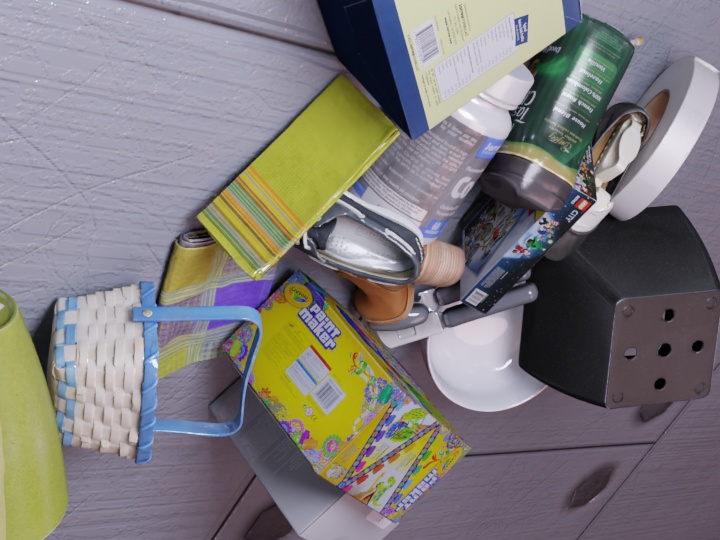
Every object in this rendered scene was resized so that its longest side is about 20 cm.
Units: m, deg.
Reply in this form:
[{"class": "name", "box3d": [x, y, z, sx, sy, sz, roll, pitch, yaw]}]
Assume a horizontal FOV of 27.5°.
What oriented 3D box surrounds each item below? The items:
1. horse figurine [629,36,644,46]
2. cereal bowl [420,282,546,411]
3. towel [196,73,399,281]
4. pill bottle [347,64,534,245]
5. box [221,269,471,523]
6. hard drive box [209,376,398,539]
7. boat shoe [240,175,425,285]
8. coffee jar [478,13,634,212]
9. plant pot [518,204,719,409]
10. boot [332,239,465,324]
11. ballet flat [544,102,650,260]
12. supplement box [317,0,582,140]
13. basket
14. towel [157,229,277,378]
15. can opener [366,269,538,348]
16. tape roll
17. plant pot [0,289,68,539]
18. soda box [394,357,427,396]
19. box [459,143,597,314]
[{"class": "horse figurine", "box3d": [0.245, -0.189, 1.649, 0.132, 0.050, 0.202, -21, 141, -38]}, {"class": "cereal bowl", "box3d": [0.160, 0.066, 1.804, 0.197, 0.083, 0.203, -7, 115, -16]}, {"class": "towel", "box3d": [-0.059, -0.090, 1.398, 0.200, 0.086, 0.018, -45, 171, -3]}, {"class": "pill bottle", "box3d": [0.081, -0.136, 1.478, 0.113, 0.114, 0.201, 5, 126, -49]}, {"class": "box", "box3d": [-0.014, 0.137, 1.573, 0.122, 0.200, 0.193, -44, 145, 2]}, {"class": "hard drive box", "box3d": [-0.064, 0.223, 1.676, 0.077, 0.200, 0.156, -41, 149, 3]}, {"class": "boat shoe", "box3d": [-0.029, -0.043, 1.428, 0.197, 0.061, 0.076, 16, 118, -7]}, {"class": "coffee jar", "box3d": [0.197, -0.157, 1.505, 0.085, 0.104, 0.202, 26, 84, -20]}, {"class": "plant pot", "box3d": [0.312, 0.056, 1.703, 0.197, 0.178, 0.203, -4, 115, -15]}, {"class": "boot", "box3d": [0.000, 0.000, 1.586, 0.154, 0.078, 0.199, 13, 164, -27]}, {"class": "ballet flat", "box3d": [0.259, -0.102, 1.627, 0.068, 0.068, 0.202, 31, 81, -17]}, {"class": "supplement box", "box3d": [0.072, -0.265, 1.291, 0.199, 0.135, 0.201, -35, 148, -9]}, {"class": "basket", "box3d": [-0.201, 0.095, 1.414, 0.197, 0.140, 0.178, 7, 132, -11]}, {"class": "towel", "box3d": [-0.147, 0.027, 1.519, 0.142, 0.023, 0.201, -14, 139, -38]}, {"class": "can opener", "box3d": [0.107, 0.043, 1.695, 0.198, 0.053, 0.067, -18, -170, 7]}, {"class": "tape roll", "box3d": [0.337, -0.152, 1.686, 0.204, 0.037, 0.203, -58, -173, 11]}, {"class": "plant pot", "box3d": [-0.350, 0.120, 1.297, 0.185, 0.187, 0.202, -15, 125, -35]}, {"class": "soda box", "box3d": [-0.014, 0.195, 1.818, 0.200, 0.070, 0.063, -42, 149, 1]}, {"class": "box", "box3d": [0.180, -0.065, 1.614, 0.037, 0.138, 0.200, 27, 129, -19]}]
